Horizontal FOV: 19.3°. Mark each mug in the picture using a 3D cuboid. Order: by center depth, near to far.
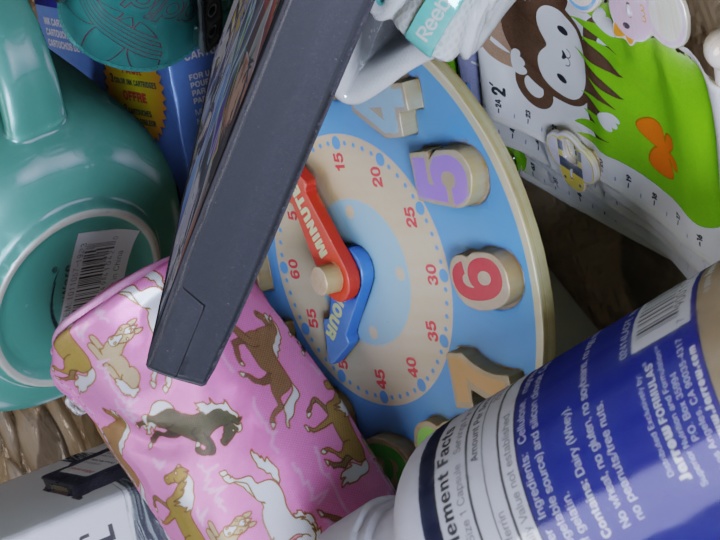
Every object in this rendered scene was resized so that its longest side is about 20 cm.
[{"bbox_3d":[-0.159,-0.024,0.910,0.114,0.152,0.185,38,170,36],"label":"mug"}]

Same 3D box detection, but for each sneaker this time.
[{"bbox_3d":[0.039,-0.108,0.641,0.075,0.089,0.200,29,155,-6],"label":"sneaker"},{"bbox_3d":[-0.084,-0.127,0.837,0.200,0.083,0.121,-78,10,-59],"label":"sneaker"}]

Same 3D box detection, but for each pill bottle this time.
[{"bbox_3d":[0.083,0.084,0.696,0.200,0.115,0.116,-33,77,29],"label":"pill bottle"}]

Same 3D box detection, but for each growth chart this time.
[{"bbox_3d":[0.077,-0.061,0.766,0.200,0.018,0.145,31,149,48],"label":"growth chart"}]

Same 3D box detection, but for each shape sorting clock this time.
[{"bbox_3d":[0.000,0.000,0.806,0.200,0.039,0.201,31,130,47],"label":"shape sorting clock"}]

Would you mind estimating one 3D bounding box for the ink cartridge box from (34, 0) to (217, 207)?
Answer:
[{"bbox_3d":[-0.087,-0.089,0.998,0.136,0.076,0.201,16,118,55],"label":"ink cartridge box"}]

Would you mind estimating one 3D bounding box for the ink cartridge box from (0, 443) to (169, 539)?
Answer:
[{"bbox_3d":[-0.096,0.158,1.028,0.084,0.199,0.146,9,115,57],"label":"ink cartridge box"}]

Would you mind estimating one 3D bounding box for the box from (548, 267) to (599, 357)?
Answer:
[{"bbox_3d":[0.070,0.072,0.834,0.200,0.068,0.082,53,144,29],"label":"box"}]

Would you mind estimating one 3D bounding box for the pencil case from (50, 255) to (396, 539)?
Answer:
[{"bbox_3d":[-0.037,0.089,0.810,0.201,0.083,0.087,56,146,6],"label":"pencil case"}]

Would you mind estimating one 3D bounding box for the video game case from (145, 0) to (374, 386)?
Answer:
[{"bbox_3d":[-0.019,-0.094,0.680,0.181,0.025,0.201,-85,17,-54],"label":"video game case"}]
